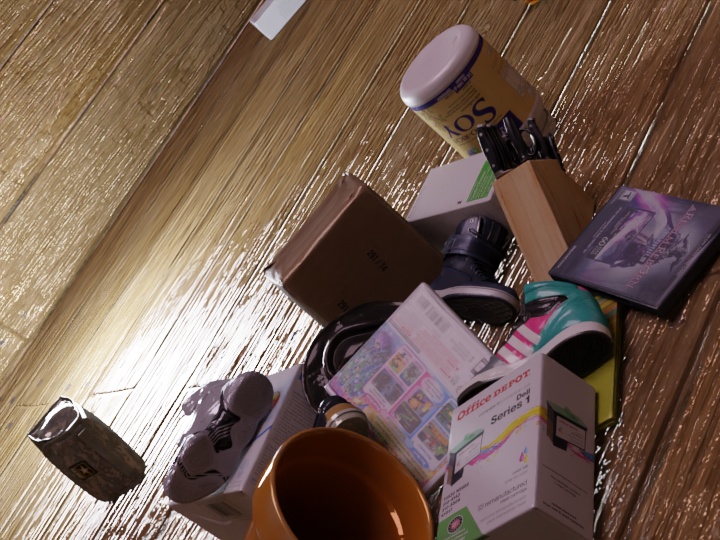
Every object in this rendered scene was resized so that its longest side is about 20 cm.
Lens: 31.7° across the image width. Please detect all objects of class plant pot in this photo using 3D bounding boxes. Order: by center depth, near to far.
[{"bbox_3d":[-0.049,0.309,1.418,0.183,0.200,0.200,-54,16,37],"label":"plant pot"}]

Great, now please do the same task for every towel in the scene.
[{"bbox_3d":[0.251,0.104,1.379,0.086,0.018,0.200,-39,25,38],"label":"towel"}]

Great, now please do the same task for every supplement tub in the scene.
[{"bbox_3d":[0.171,-0.240,1.830,0.145,0.200,0.145,-41,23,22],"label":"supplement tub"}]

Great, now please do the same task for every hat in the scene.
[{"bbox_3d":[0.010,0.106,1.614,0.201,0.081,0.201,-8,58,13],"label":"hat"}]

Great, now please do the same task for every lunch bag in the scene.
[{"bbox_3d":[-0.480,0.318,2.233,0.118,0.164,0.200,-51,21,-18],"label":"lunch bag"}]

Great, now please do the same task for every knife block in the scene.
[{"bbox_3d":[0.207,-0.095,1.563,0.064,0.176,0.200,-33,28,38],"label":"knife block"}]

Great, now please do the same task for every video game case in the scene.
[{"bbox_3d":[0.314,-0.026,1.420,0.143,0.019,0.200,-49,26,-10],"label":"video game case"},{"bbox_3d":[0.075,0.142,1.505,0.182,0.024,0.200,-47,56,8],"label":"video game case"}]

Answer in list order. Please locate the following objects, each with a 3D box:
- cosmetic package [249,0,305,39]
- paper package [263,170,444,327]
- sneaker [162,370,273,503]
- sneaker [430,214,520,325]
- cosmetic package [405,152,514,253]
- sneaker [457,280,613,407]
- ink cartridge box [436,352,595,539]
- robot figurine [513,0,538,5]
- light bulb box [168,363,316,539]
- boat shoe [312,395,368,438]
[{"bbox_3d":[-0.218,-0.751,3.565,0.200,0.074,0.102,-48,21,2],"label":"cosmetic package"},{"bbox_3d":[0.000,0.000,1.774,0.191,0.200,0.103,-50,22,0],"label":"paper package"},{"bbox_3d":[-0.200,0.217,1.652,0.200,0.075,0.115,-55,22,-24],"label":"sneaker"},{"bbox_3d":[0.161,-0.005,1.639,0.146,0.077,0.202,-59,22,-15],"label":"sneaker"},{"bbox_3d":[0.165,-0.098,1.773,0.200,0.085,0.108,-13,45,55],"label":"cosmetic package"},{"bbox_3d":[0.188,0.077,1.410,0.200,0.084,0.121,-33,33,30],"label":"sneaker"},{"bbox_3d":[0.159,0.204,1.282,0.145,0.084,0.200,-39,26,37],"label":"ink cartridge box"},{"bbox_3d":[0.326,-0.540,2.204,0.145,0.058,0.200,-28,30,44],"label":"robot figurine"},{"bbox_3d":[-0.127,0.254,1.714,0.198,0.125,0.200,-23,36,49],"label":"light bulb box"},{"bbox_3d":[-0.028,0.234,1.522,0.062,0.075,0.200,-129,35,-49],"label":"boat shoe"}]
